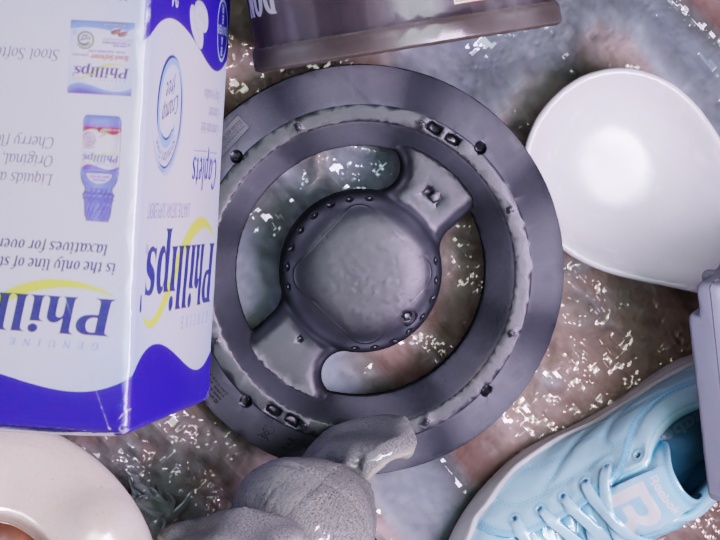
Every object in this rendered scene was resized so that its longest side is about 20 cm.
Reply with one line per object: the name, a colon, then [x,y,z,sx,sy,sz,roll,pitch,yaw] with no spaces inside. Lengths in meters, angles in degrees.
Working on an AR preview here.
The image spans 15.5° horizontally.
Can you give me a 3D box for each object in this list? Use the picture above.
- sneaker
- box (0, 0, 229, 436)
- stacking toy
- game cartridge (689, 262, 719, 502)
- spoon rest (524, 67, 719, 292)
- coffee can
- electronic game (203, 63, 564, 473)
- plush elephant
sneaker: [0.124,0.108,1.303,0.200,0.082,0.074,-41,99,-8]
box: [-0.127,-0.035,1.177,0.104,0.184,0.201,4,93,8]
stacking toy: [-0.186,0.170,1.197,0.146,0.200,0.147,14,53,-19]
game cartridge: [0.235,0.033,1.290,0.200,0.040,0.134,-28,121,-40]
spoon rest: [0.167,-0.019,1.318,0.200,0.061,0.099,39,84,-12]
coffee can: [0.007,-0.202,1.230,0.146,0.146,0.201,-10,94,-12]
electronic game: [0.000,0.000,1.288,0.199,0.042,0.201,-1,97,-4]
plush elephant: [-0.027,0.150,1.223,0.200,0.155,0.165,52,49,2]
